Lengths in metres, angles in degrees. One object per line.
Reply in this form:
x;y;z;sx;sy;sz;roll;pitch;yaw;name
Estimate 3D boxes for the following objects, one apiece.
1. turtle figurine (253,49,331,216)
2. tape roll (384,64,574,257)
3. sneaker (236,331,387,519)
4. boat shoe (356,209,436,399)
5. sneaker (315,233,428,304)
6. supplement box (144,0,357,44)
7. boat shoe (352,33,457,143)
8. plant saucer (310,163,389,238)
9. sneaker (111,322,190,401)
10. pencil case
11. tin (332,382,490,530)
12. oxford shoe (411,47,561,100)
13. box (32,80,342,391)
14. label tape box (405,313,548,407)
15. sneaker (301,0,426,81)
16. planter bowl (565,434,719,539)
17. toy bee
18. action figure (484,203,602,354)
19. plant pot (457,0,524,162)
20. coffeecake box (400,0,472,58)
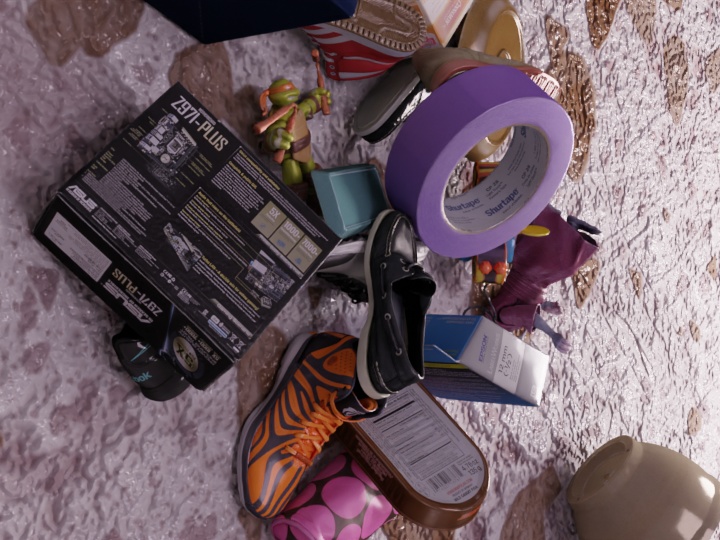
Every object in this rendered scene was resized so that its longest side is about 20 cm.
-0.068;-0.117;1.199;0.200;0.064;0.163;-65;147;-62;turtle figurine
0.125;-0.112;1.290;0.199;0.066;0.201;-22;138;-22;tape roll
-0.044;0.148;1.197;0.077;0.111;0.201;38;63;-41;sneaker
0.043;0.026;1.203;0.074;0.066;0.201;41;47;-40;boat shoe
0.000;0.000;1.280;0.199;0.074;0.080;3;93;-48;sneaker
-0.092;-0.329;1.079;0.134;0.199;0.201;32;68;-44;supplement box
0.059;-0.198;1.342;0.060;0.075;0.200;53;54;-26;boat shoe
-0.005;-0.073;1.238;0.200;0.019;0.071;-26;99;-75;plant saucer
-0.151;0.017;1.107;0.079;0.075;0.201;47;56;-34;sneaker
-0.004;0.239;1.267;0.200;0.090;0.094;-34;131;-40;pencil case
0.050;0.175;1.258;0.112;0.200;0.042;-20;147;-41;tin
0.139;-0.208;1.322;0.199;0.074;0.071;7;124;-45;oxford shoe
-0.145;-0.030;1.046;0.200;0.086;0.164;43;55;-6;box
0.089;0.085;1.323;0.200;0.143;0.067;33;67;-43;label tape box
-0.042;-0.256;1.247;0.199;0.112;0.072;24;72;-14;sneaker
0.354;0.302;1.606;0.135;0.200;0.200;44;54;-6;planter bowl
0.155;-0.027;1.408;0.109;0.130;0.202;175;-103;-89;toy bee
0.198;0.016;1.476;0.148;0.134;0.201;32;91;-8;action figure
0.155;-0.226;1.435;0.200;0.027;0.202;9;90;-67;plant pot
0.046;-0.355;1.315;0.201;0.073;0.154;59;42;-30;coffeecake box
